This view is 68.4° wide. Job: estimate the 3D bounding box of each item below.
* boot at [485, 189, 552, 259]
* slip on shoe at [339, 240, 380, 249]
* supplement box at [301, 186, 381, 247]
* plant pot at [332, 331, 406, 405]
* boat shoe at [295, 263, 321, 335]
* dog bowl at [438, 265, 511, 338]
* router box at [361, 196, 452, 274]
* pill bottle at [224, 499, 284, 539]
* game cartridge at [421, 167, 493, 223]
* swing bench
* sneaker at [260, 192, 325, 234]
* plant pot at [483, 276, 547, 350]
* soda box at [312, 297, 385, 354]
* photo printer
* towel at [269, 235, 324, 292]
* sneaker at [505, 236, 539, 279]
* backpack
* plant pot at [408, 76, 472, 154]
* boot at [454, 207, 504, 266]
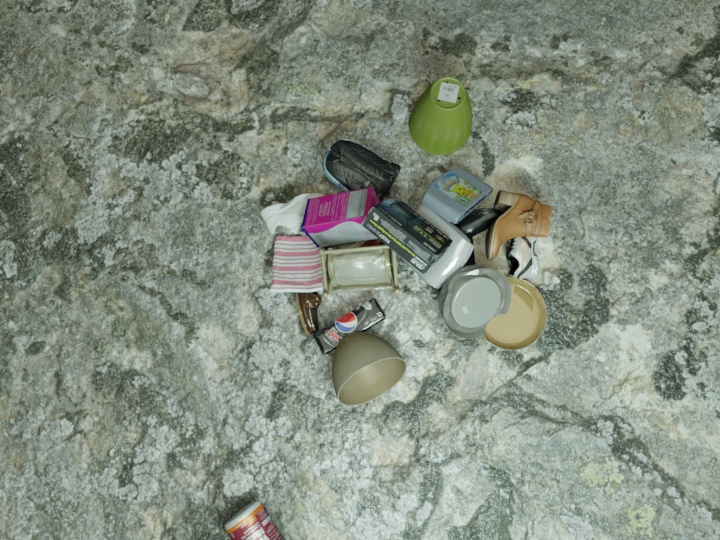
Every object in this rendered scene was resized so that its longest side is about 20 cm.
[{"bbox_3d":[0.421,-0.107,1.405,0.154,0.074,0.201,17,83,0],"label":"boot"},{"bbox_3d":[0.035,-0.098,1.502,0.199,0.061,0.074,-32,43,-2],"label":"slip on shoe"},{"bbox_3d":[-0.044,-0.141,1.428,0.199,0.101,0.104,-5,58,24],"label":"supplement box"},{"bbox_3d":[0.005,0.242,1.402,0.199,0.201,0.135,-29,54,-2],"label":"plant pot"},{"bbox_3d":[-0.144,0.076,1.477,0.070,0.070,0.201,-16,81,6],"label":"boat shoe"},{"bbox_3d":[0.295,0.077,1.391,0.198,0.059,0.202,-7,113,-16],"label":"dog bowl"},{"bbox_3d":[0.119,-0.093,1.317,0.200,0.150,0.062,38,120,9],"label":"router box"},{"bbox_3d":[-0.255,0.710,1.370,0.109,0.110,0.201,-35,81,-3],"label":"pill bottle"},{"bbox_3d":[0.264,-0.213,1.461,0.133,0.041,0.200,34,51,22],"label":"game cartridge"},{"bbox_3d":[0.000,0.000,1.413,0.197,0.200,0.131,-4,91,2],"label":"swing bench"},{"bbox_3d":[-0.181,-0.158,1.520,0.199,0.078,0.100,-20,88,9],"label":"sneaker"},{"bbox_3d":[0.412,0.119,1.467,0.198,0.027,0.202,0,82,3],"label":"plant pot"},{"bbox_3d":[-0.029,0.154,1.460,0.199,0.071,0.064,-31,80,-2],"label":"soda box"},{"bbox_3d":[0.197,-0.062,1.434,0.167,0.069,0.200,-50,58,13],"label":"photo printer"},{"bbox_3d":[-0.174,-0.023,1.470,0.145,0.030,0.201,-4,50,2],"label":"towel"},{"bbox_3d":[0.439,-0.073,1.461,0.079,0.074,0.202,-3,80,-17],"label":"sneaker"},{"bbox_3d":[-0.015,-0.279,1.497,0.199,0.154,0.164,30,90,-18],"label":"backpack"},{"bbox_3d":[0.230,-0.447,1.471,0.185,0.200,0.189,0,81,3],"label":"plant pot"},{"bbox_3d":[0.309,-0.080,1.474,0.198,0.076,0.170,-5,78,9],"label":"boot"}]
